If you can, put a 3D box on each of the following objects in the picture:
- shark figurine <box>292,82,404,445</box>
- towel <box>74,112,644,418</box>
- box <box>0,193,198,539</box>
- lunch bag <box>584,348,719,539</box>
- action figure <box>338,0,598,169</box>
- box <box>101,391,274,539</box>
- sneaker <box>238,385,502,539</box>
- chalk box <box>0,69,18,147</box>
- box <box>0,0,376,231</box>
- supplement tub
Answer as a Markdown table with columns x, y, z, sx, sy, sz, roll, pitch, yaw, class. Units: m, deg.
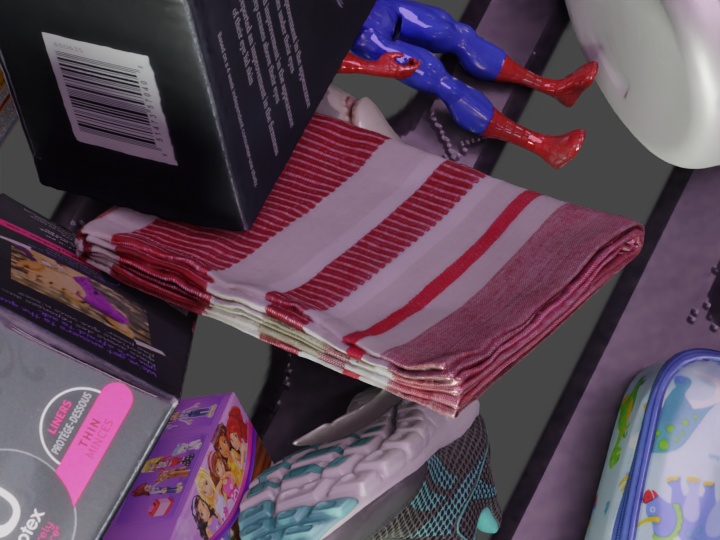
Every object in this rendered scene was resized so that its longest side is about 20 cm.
| x | y | z | sx | sy | sz | roll | pitch | yaw | class |
| --- | --- | --- | --- | --- | --- | --- | --- | --- | --- |
| 0.011 | 0.018 | 1.324 | 0.089 | 0.215 | 0.128 | -38 | 125 | 21 | shark figurine |
| -0.002 | -0.014 | 1.229 | 0.200 | 0.023 | 0.144 | 21 | 40 | 29 | towel |
| -0.141 | 0.058 | 1.218 | 0.106 | 0.200 | 0.122 | 29 | 100 | -5 | box |
| 0.206 | 0.133 | 1.356 | 0.200 | 0.082 | 0.161 | 18 | 80 | -7 | lunch bag |
| 0.014 | -0.111 | 1.359 | 0.200 | 0.052 | 0.065 | 20 | 62 | -12 | action figure |
| -0.069 | 0.168 | 1.225 | 0.137 | 0.039 | 0.200 | 63 | 32 | -33 | box |
| 0.016 | 0.107 | 1.279 | 0.078 | 0.200 | 0.091 | -15 | 99 | 29 | sneaker |
| -0.238 | -0.131 | 1.274 | 0.200 | 0.124 | 0.125 | 30 | 77 | 11 | chalk box |
| -0.063 | -0.143 | 1.228 | 0.104 | 0.148 | 0.200 | 14 | 54 | 20 | box |
| 0.209 | -0.146 | 1.370 | 0.200 | 0.145 | 0.145 | -24 | 86 | -15 | supplement tub |
